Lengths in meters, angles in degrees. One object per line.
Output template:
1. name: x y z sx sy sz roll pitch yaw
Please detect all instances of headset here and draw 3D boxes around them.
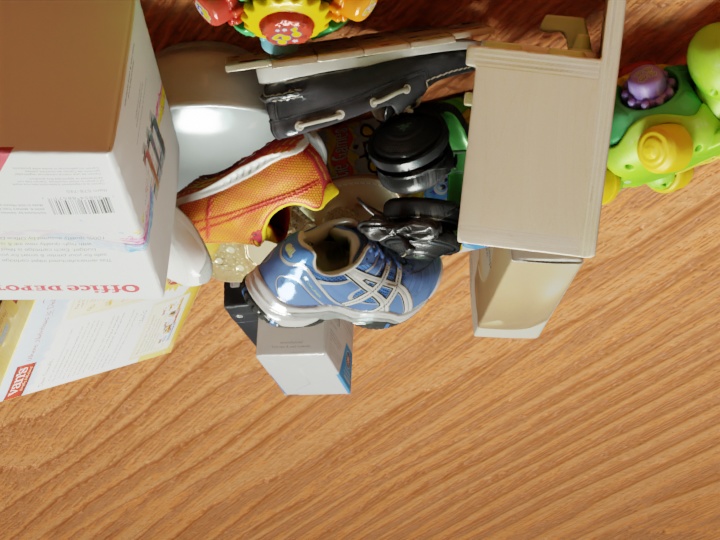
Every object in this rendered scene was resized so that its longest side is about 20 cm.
1. headset: 0.056 -0.062 1.387 0.094 0.124 0.200 1 -161 27

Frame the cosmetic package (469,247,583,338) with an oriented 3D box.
1. cosmetic package: 0.159 -0.015 1.722 0.071 0.105 0.200 1 156 -7

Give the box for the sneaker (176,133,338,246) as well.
1. sneaker: -0.105 -0.045 1.411 0.200 0.073 0.077 -20 107 42

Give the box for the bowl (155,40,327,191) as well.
1. bowl: -0.127 -0.127 1.449 0.200 0.091 0.201 -1 157 0

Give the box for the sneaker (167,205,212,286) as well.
1. sneaker: -0.205 -0.031 1.388 0.200 0.080 0.071 28 142 22

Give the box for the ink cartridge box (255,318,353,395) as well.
1. ink cartridge box: -0.047 0.003 1.629 0.068 0.201 0.115 -2 158 11

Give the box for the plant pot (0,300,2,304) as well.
1. plant pot: -0.275 -0.043 1.548 0.173 0.200 0.200 -36 142 29

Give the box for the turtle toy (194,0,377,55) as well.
1. turtle toy: -0.068 -0.216 1.225 0.146 0.101 0.200 -21 151 38

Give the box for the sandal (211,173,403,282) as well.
1. sandal: -0.059 -0.016 1.507 0.211 0.070 0.078 -16 120 32

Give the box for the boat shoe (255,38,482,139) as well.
1. boat shoe: 0.012 -0.145 1.375 0.200 0.061 0.074 -14 -169 -33

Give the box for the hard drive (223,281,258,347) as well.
1. hard drive: -0.088 0.006 1.707 0.038 0.140 0.200 -6 156 11

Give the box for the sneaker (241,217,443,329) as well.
1. sneaker: 0.000 0.000 1.438 0.200 0.076 0.077 -9 146 -44

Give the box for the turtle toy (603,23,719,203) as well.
1. turtle toy: 0.256 -0.129 1.436 0.146 0.101 0.200 -11 169 -46

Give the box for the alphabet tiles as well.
1. alphabet tiles: -0.003 -0.170 1.328 0.199 0.006 0.166 -9 -168 -2

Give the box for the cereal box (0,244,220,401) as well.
1. cereal box: -0.223 0.031 1.504 0.200 0.040 0.144 -14 143 -46

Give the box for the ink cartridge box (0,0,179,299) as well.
1. ink cartridge box: -0.220 -0.086 1.268 0.145 0.145 0.200 0 149 5

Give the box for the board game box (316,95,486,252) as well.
1. board game box: 0.072 -0.080 1.555 0.200 0.105 0.103 -12 156 23

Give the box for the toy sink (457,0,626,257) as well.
1. toy sink: 0.134 -0.119 1.333 0.112 0.201 0.130 7 -173 5
